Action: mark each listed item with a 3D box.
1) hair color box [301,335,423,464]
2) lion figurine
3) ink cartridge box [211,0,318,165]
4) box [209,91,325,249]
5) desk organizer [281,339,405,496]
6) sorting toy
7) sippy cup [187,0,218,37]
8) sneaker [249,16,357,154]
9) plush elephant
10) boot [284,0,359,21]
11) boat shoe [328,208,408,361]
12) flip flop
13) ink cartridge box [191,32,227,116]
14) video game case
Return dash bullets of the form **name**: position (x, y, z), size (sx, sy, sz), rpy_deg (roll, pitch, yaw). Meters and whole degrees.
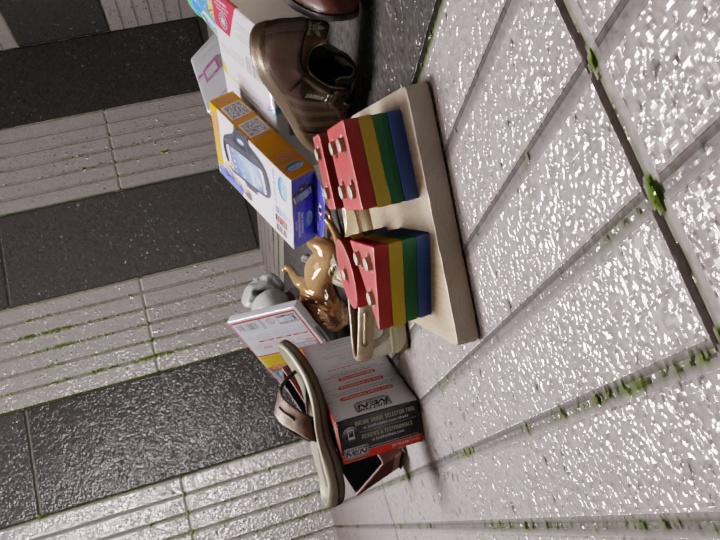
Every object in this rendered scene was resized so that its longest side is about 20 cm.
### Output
- **hair color box**: position (-0.004, 0.151, 0.876), size (0.200, 0.101, 0.062), rpy_deg (-130, 29, -67)
- **lion figurine**: position (-0.056, -0.005, 1.020), size (0.123, 0.072, 0.201), rpy_deg (48, 149, 30)
- **ink cartridge box**: position (-0.108, -0.242, 0.873), size (0.148, 0.085, 0.201), rpy_deg (46, 153, 37)
- **box**: position (-0.114, -0.118, 0.867), size (0.200, 0.041, 0.119), rpy_deg (47, 152, 29)
- **desk organizer**: position (-0.027, 0.205, 0.985), size (0.200, 0.077, 0.072), rpy_deg (51, 158, 27)
- **sorting toy**: position (0.017, -0.043, 0.613), size (0.200, 0.069, 0.200), rpy_deg (-157, 54, -76)
- **sippy cup**: position (-0.156, -0.361, 0.960), size (0.178, 0.140, 0.131), rpy_deg (5, -129, -57)
- **sneaker**: position (-0.032, -0.170, 0.684), size (0.200, 0.075, 0.071), rpy_deg (39, -127, -63)
- **plush elephant**: position (-0.113, 0.078, 1.184), size (0.165, 0.154, 0.201), rpy_deg (-123, 22, -59)
- **boot**: position (-0.032, -0.335, 0.578), size (0.200, 0.068, 0.189), rpy_deg (105, 158, -54)
- **boat shoe**: position (0.000, 0.000, 0.759), size (0.072, 0.065, 0.201), rpy_deg (-146, 43, -74)
- **flip flop**: position (-0.068, 0.178, 0.817), size (0.081, 0.057, 0.201), rpy_deg (124, 131, -74)
- **ink cartridge box**: position (-0.174, -0.272, 1.092), size (0.144, 0.085, 0.200), rpy_deg (38, -163, -39)
- **video game case**: position (-0.099, 0.132, 1.099), size (0.200, 0.142, 0.017), rpy_deg (55, -141, -28)
